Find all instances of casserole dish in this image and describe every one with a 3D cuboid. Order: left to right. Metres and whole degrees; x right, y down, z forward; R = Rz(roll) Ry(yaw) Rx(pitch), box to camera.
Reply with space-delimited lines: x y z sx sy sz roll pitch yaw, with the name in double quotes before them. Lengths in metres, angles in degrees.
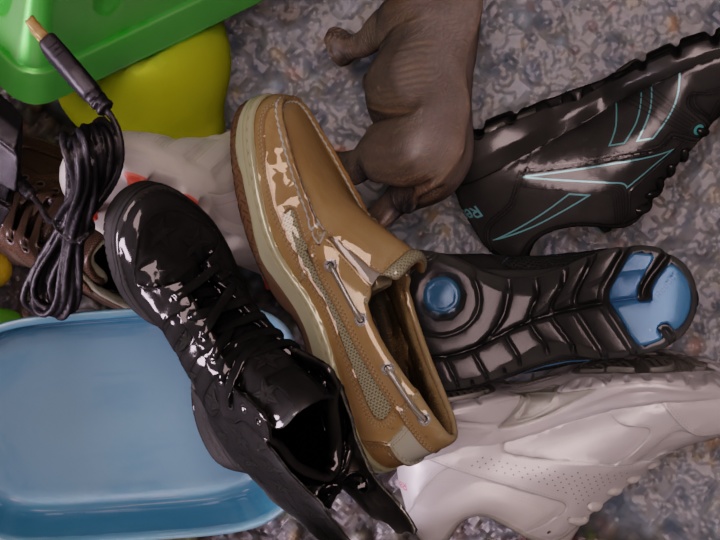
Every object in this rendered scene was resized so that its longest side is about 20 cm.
"casserole dish" -0.119 0.075 1.482 0.199 0.039 0.122 -4 102 -9

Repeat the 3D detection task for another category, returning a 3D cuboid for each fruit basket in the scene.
"fruit basket" -0.127 -0.147 1.521 0.216 0.216 0.155 -45 62 -2

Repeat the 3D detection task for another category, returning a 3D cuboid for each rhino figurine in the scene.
"rhino figurine" 0.028 -0.116 1.529 0.087 0.060 0.201 -17 55 39

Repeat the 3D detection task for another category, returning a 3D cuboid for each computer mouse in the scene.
"computer mouse" -0.192 -0.080 1.424 0.046 0.141 0.200 -17 57 -39

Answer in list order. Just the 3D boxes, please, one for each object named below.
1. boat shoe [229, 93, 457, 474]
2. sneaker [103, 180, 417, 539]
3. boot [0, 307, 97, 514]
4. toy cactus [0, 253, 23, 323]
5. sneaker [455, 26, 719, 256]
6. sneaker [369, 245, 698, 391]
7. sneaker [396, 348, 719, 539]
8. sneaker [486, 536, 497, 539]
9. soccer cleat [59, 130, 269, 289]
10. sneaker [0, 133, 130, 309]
"boat shoe" 0.000 0.000 1.454 0.076 0.072 0.201 -19 94 34
"sneaker" -0.049 0.048 1.407 0.060 0.104 0.201 -35 117 -24
"boot" -0.185 0.119 1.538 0.200 0.073 0.096 -46 112 -13
"toy cactus" -0.257 -0.014 1.475 0.102 0.165 0.200 -34 102 11
"sneaker" 0.143 -0.070 1.538 0.199 0.075 0.080 -24 95 10
"sneaker" 0.078 0.027 1.515 0.199 0.082 0.074 -1 86 11
"sneaker" 0.112 0.099 1.524 0.199 0.078 0.100 -9 101 1
"sneaker" 0.096 0.228 1.487 0.200 0.075 0.082 50 129 6
"soccer cleat" -0.080 -0.043 1.495 0.069 0.199 0.078 -31 57 34
"sneaker" -0.150 -0.025 1.538 0.199 0.076 0.071 24 86 4
